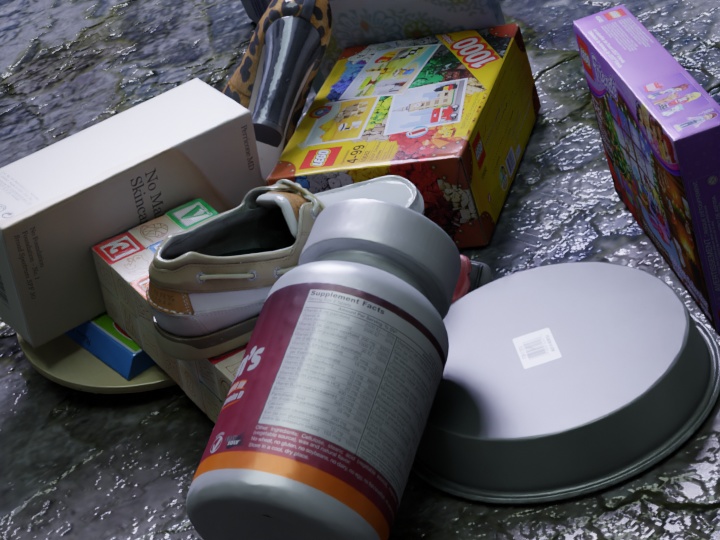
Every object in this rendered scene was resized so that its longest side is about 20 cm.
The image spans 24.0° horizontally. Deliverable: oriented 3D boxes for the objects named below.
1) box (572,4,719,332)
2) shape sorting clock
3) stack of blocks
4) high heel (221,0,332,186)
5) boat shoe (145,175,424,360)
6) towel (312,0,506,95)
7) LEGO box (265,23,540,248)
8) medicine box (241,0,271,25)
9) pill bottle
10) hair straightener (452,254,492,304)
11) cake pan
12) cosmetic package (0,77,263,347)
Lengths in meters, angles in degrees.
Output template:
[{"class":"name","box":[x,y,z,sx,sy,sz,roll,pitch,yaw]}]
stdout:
[{"class":"box","box":[0.193,-0.069,1.062,0.039,0.137,0.200,-19,29,-1]},{"class":"shape sorting clock","box":[-0.147,0.020,1.205,0.200,0.039,0.200,-5,35,4]},{"class":"stack of blocks","box":[-0.076,0.027,1.095,0.115,0.059,0.200,-26,39,-24]},{"class":"high heel","box":[-0.075,-0.137,1.298,0.200,0.071,0.143,-36,35,64]},{"class":"boat shoe","box":[-0.040,-0.017,1.039,0.200,0.068,0.075,-30,41,-30]},{"class":"towel","box":[0.024,-0.208,1.330,0.171,0.200,0.048,-4,47,21]},{"class":"LEGO box","box":[0.037,-0.096,1.254,0.149,0.077,0.200,-5,33,22]},{"class":"medicine box","box":[-0.006,-0.291,1.574,0.200,0.103,0.182,-26,31,-10]},{"class":"pill bottle","box":[-0.014,0.065,0.938,0.110,0.110,0.200,0,52,29]},{"class":"hair straightener","box":[0.000,0.000,1.150,0.200,0.041,0.077,6,-6,30]},{"class":"cake pan","box":[0.111,0.058,1.000,0.200,0.037,0.200,-14,31,9]},{"class":"cosmetic package","box":[-0.169,-0.043,1.176,0.200,0.104,0.073,-29,41,-26]}]
